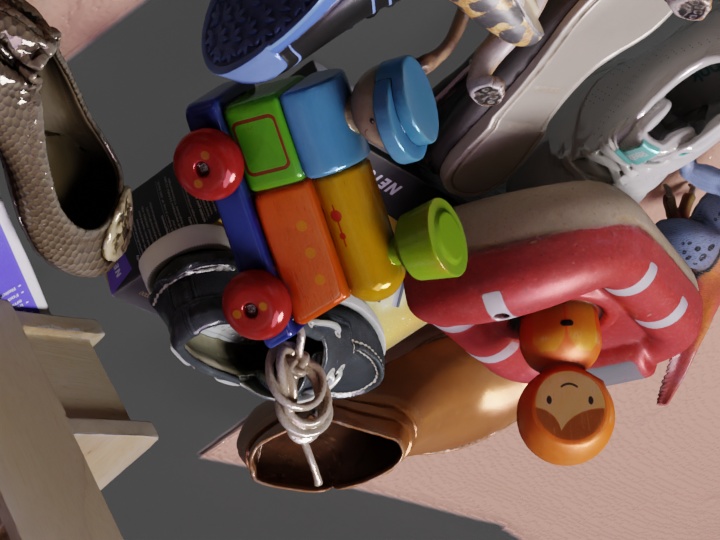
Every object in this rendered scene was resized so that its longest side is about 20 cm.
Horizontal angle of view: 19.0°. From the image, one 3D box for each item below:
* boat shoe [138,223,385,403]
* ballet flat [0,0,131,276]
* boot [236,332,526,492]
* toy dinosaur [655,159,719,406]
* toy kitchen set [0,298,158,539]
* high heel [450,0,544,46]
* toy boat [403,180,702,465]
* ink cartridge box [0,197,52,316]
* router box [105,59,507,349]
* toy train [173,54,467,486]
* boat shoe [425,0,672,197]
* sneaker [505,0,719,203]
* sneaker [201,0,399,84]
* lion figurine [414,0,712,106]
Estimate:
[{"bbox_3d":[-0.045,0.040,1.133,0.076,0.060,0.200,-34,147,22],"label":"boat shoe"},{"bbox_3d":[-0.140,-0.060,1.003,0.046,0.067,0.200,-1,146,14],"label":"ballet flat"},{"bbox_3d":[0.025,0.090,1.279,0.200,0.074,0.155,-18,-177,1],"label":"boot"},{"bbox_3d":[0.227,-0.036,1.203,0.105,0.200,0.181,-20,-175,-31],"label":"toy dinosaur"},{"bbox_3d":[-0.215,0.131,1.066,0.180,0.163,0.200,-41,153,23],"label":"toy kitchen set"},{"bbox_3d":[-0.029,-0.139,0.887,0.142,0.071,0.200,-37,106,19],"label":"high heel"},{"bbox_3d":[0.104,0.038,1.131,0.130,0.131,0.200,-14,155,22],"label":"toy boat"},{"bbox_3d":[-0.258,0.040,1.091,0.198,0.043,0.200,-26,154,-10],"label":"ink cartridge box"},{"bbox_3d":[-0.021,-0.019,1.165,0.157,0.052,0.200,-34,147,22],"label":"router box"},{"bbox_3d":[0.000,0.000,1.015,0.116,0.200,0.085,-12,-166,25],"label":"toy train"},{"bbox_3d":[0.096,-0.121,1.080,0.067,0.057,0.200,8,134,-48],"label":"boat shoe"},{"bbox_3d":[0.145,-0.073,1.120,0.075,0.089,0.200,44,122,-9],"label":"sneaker"},{"bbox_3d":[0.016,-0.145,0.969,0.078,0.070,0.200,24,127,-41],"label":"sneaker"},{"bbox_3d":[0.107,-0.160,0.991,0.200,0.123,0.072,-15,140,24],"label":"lion figurine"}]
